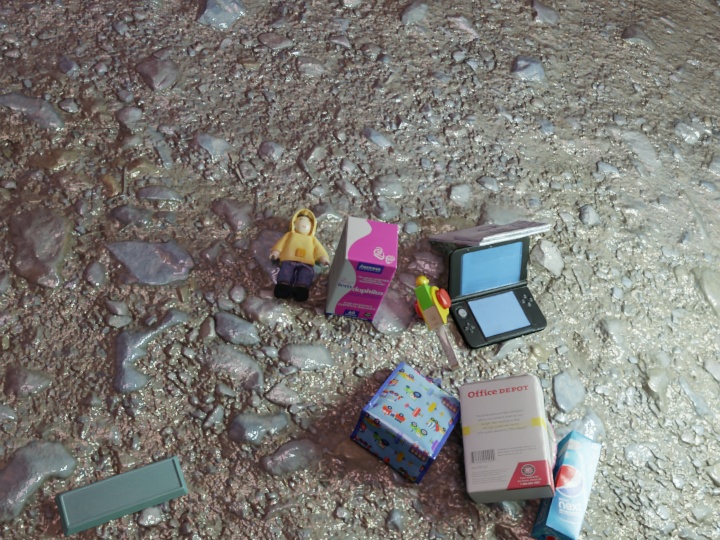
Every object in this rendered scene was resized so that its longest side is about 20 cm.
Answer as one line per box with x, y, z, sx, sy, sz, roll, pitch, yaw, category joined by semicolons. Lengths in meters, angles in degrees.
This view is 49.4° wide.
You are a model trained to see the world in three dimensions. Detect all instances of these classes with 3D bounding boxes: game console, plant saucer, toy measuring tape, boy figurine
0.285;0.043;1.606;0.198;0.117;0.177;-12;60;-22;game console
-0.384;0.359;1.265;0.198;0.019;0.070;-15;61;-23;plant saucer
0.162;0.103;1.573;0.073;0.074;0.201;-19;80;-26;toy measuring tape
-0.119;-0.035;1.582;0.123;0.065;0.201;12;56;-4;boy figurine

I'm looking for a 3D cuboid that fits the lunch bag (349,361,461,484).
0.100;0.258;1.433;0.150;0.094;0.200;33;45;12;lunch bag

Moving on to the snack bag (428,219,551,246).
0.271;-0.082;1.662;0.187;0.200;0.022;-13;101;-25;snack bag

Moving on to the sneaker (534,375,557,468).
0.309;0.296;1.474;0.085;0.081;0.201;-3;48;-3;sneaker

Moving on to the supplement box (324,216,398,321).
0.000;0.000;1.504;0.100;0.201;0.104;9;54;-8;supplement box

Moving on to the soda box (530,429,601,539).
0.374;0.395;1.416;0.064;0.068;0.201;26;54;3;soda box

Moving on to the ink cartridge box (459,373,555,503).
0.260;0.300;1.397;0.144;0.084;0.202;-10;58;18;ink cartridge box
